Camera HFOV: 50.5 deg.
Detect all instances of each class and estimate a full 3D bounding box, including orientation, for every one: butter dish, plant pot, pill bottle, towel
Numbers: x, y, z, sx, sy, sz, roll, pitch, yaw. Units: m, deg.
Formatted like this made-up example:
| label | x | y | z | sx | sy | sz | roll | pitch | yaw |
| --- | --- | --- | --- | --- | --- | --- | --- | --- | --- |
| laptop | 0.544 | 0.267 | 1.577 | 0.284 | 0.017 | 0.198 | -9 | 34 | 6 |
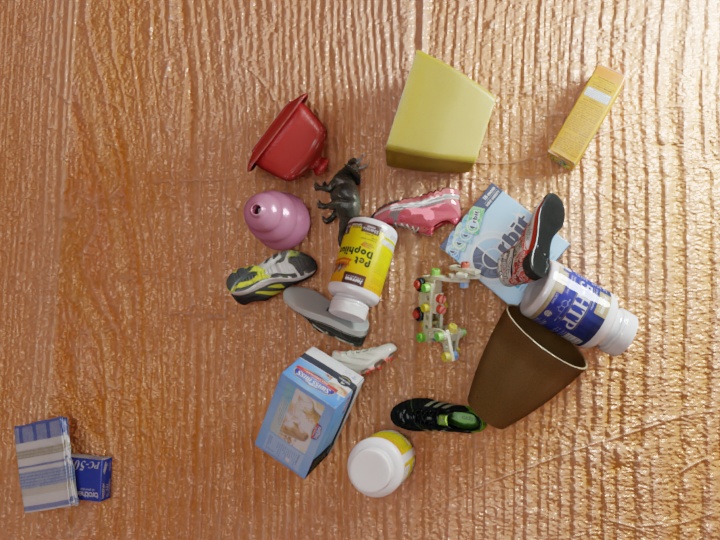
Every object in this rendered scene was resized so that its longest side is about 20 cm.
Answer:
| label | x | y | z | sx | sy | sz | roll | pitch | yaw |
| --- | --- | --- | --- | --- | --- | --- | --- | --- | --- |
| butter dish | -0.132 | -0.259 | 1.620 | 0.148 | 0.199 | 0.200 | 37 | 95 | -9 |
| plant pot | 0.164 | -0.296 | 1.538 | 0.175 | 0.200 | 0.201 | 17 | 89 | 3 |
| pill bottle | 0.418 | 0.077 | 1.455 | 0.199 | 0.120 | 0.120 | 29 | 92 | -4 |
| pill bottle | 0.000 | 0.000 | 1.564 | 0.108 | 0.109 | 0.201 | 13 | 75 | 14 |
| pill bottle | 0.040 | 0.374 | 1.483 | 0.108 | 0.200 | 0.110 | -1 | 84 | 13 |
| towel | -0.704 | 0.437 | 1.713 | 0.146 | 0.024 | 0.202 | -14 | 82 | 16 |
| plant pot | 0.300 | 0.200 | 1.472 | 0.186 | 0.186 | 0.201 | 39 | 110 | 14 |

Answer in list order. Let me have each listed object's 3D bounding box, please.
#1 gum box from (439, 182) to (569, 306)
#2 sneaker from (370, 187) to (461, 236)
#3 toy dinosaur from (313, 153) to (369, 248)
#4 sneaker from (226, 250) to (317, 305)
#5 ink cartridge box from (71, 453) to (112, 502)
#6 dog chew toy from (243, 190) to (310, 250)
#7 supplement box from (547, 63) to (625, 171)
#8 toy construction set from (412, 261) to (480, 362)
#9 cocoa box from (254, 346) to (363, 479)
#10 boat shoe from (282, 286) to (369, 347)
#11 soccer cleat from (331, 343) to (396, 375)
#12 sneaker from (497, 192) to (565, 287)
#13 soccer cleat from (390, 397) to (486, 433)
| label | x | y | z | sx | sy | sz | roll | pitch | yaw |
| --- | --- | --- | --- | --- | --- | --- | --- | --- | --- |
| gum box | 0.291 | -0.049 | 1.550 | 0.200 | 0.045 | 0.170 | 40 | 95 | 13 |
| sneaker | 0.115 | -0.108 | 1.584 | 0.199 | 0.074 | 0.087 | -15 | 83 | 12 |
| toy dinosaur | -0.039 | -0.151 | 1.625 | 0.102 | 0.077 | 0.202 | -4 | 81 | 20 |
| sneaker | -0.190 | 0.017 | 1.652 | 0.199 | 0.085 | 0.075 | -14 | 60 | -9 |
| ink cartridge box | -0.664 | 0.465 | 1.735 | 0.198 | 0.044 | 0.095 | 1 | 87 | 14 |
| dog chew toy | -0.181 | -0.111 | 1.591 | 0.124 | 0.200 | 0.126 | -1 | 84 | 13 |
| supplement box | 0.449 | -0.303 | 1.524 | 0.069 | 0.067 | 0.201 | 29 | 91 | 15 |
| toy construction set | 0.167 | 0.073 | 1.528 | 0.131 | 0.092 | 0.201 | 22 | 100 | 56 |
| cocoa box | -0.104 | 0.284 | 1.533 | 0.133 | 0.131 | 0.201 | 31 | 119 | 15 |
| boat shoe | -0.079 | 0.102 | 1.610 | 0.199 | 0.071 | 0.064 | 27 | 129 | 12 |
| soccer cleat | -0.020 | 0.192 | 1.594 | 0.199 | 0.069 | 0.078 | -29 | 76 | 12 |
| sneaker | 0.325 | -0.058 | 1.483 | 0.067 | 0.108 | 0.202 | 35 | 58 | -20 |
| soccer cleat | 0.154 | 0.293 | 1.532 | 0.198 | 0.081 | 0.068 | 1 | 85 | 14 |
